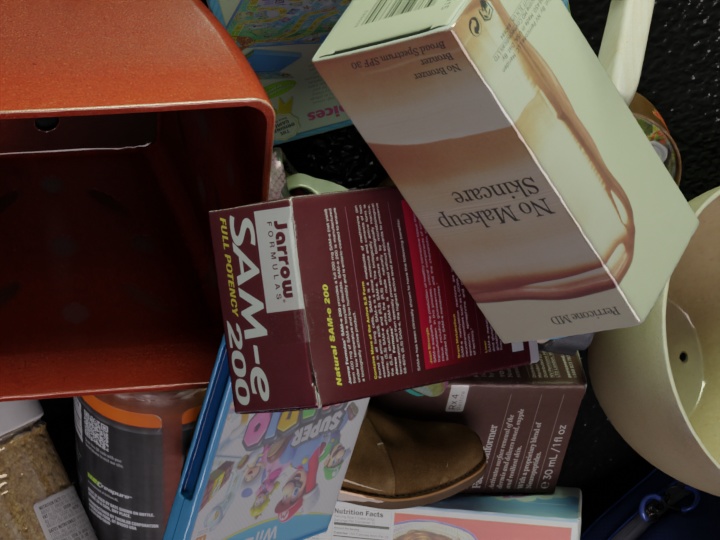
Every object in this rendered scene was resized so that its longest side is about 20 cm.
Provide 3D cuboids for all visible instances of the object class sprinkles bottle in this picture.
[{"bbox_3d":[-0.195,0.168,1.722,0.068,0.068,0.200,-24,92,8],"label":"sprinkles bottle"}]

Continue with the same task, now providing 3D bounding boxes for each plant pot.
[{"bbox_3d":[0.218,0.049,1.736,0.200,0.201,0.134,24,159,-30],"label":"plant pot"},{"bbox_3d":[-0.164,-0.062,1.531,0.199,0.176,0.200,-4,131,-11],"label":"plant pot"}]

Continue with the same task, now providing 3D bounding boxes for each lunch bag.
[{"bbox_3d":[0.230,0.218,1.900,0.136,0.132,0.200,-38,131,-13],"label":"lunch bag"}]

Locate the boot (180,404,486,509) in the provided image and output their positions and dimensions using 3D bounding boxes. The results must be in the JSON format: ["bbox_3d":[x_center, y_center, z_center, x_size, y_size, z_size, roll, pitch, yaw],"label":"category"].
[{"bbox_3d":[-0.006,0.096,1.682,0.200,0.074,0.076,2,111,-29],"label":"boot"}]

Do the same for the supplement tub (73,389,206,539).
[{"bbox_3d":[-0.123,0.083,1.716,0.107,0.107,0.200,-5,132,-9],"label":"supplement tub"}]

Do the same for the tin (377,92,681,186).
[{"bbox_3d":[0.096,-0.045,1.704,0.200,0.042,0.112,-24,136,9],"label":"tin"}]

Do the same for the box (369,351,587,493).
[{"bbox_3d":[0.034,0.083,1.778,0.199,0.075,0.100,2,131,-13],"label":"box"}]

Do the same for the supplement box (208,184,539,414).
[{"bbox_3d":[0.010,0.010,1.487,0.061,0.109,0.200,-8,179,37],"label":"supplement box"}]

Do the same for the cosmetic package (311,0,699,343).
[{"bbox_3d":[0.077,-0.066,1.457,0.103,0.087,0.200,-12,125,42],"label":"cosmetic package"}]

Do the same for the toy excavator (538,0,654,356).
[{"bbox_3d":[0.121,-0.068,1.588,0.100,0.195,0.200,13,154,-22],"label":"toy excavator"}]

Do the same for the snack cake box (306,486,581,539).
[{"bbox_3d":[0.040,0.195,1.820,0.199,0.067,0.115,5,104,4],"label":"snack cake box"}]

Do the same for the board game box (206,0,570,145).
[{"bbox_3d":[0.016,-0.151,1.592,0.199,0.034,0.135,-15,132,-1],"label":"board game box"}]

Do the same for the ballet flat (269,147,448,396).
[{"bbox_3d":[0.000,0.000,1.659,0.071,0.069,0.200,-37,116,25],"label":"ballet flat"}]

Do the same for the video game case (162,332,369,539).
[{"bbox_3d":[-0.039,0.072,1.561,0.143,0.018,0.200,-14,128,-52],"label":"video game case"}]
